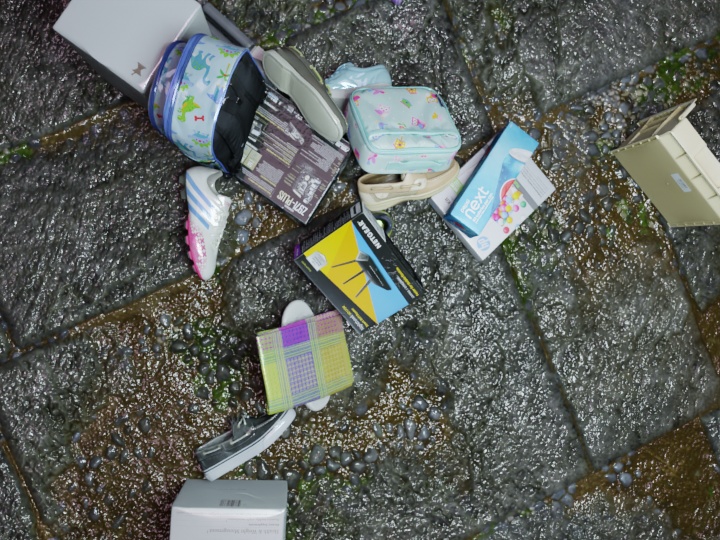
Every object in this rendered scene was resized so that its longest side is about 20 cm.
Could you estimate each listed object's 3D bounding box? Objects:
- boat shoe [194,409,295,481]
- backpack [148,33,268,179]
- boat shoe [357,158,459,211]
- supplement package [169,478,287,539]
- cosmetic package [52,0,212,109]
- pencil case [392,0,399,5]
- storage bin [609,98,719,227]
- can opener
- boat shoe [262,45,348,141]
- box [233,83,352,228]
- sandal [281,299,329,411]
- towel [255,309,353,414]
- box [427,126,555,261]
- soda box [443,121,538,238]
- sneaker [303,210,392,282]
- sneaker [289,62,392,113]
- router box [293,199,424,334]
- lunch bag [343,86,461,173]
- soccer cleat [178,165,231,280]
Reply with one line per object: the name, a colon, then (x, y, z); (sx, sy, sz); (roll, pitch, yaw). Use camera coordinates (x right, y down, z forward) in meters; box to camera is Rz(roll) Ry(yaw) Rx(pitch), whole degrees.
boat shoe: (-0.210, 0.295, 1.038); (0.198, 0.072, 0.072); (-35, 97, -3)
backpack: (-0.238, -0.260, 0.893); (0.144, 0.200, 0.187); (19, 88, -4)
boat shoe: (0.090, -0.171, 1.065); (0.196, 0.065, 0.072); (-22, 47, -4)
supplement package: (-0.224, 0.485, 0.998); (0.186, 0.147, 0.206); (3, 88, -6)
cosmetic package: (-0.359, -0.380, 0.966); (0.166, 0.200, 0.168); (35, 86, -5)
pencil case: (0.013, -0.577, 1.065); (0.197, 0.085, 0.085); (30, 88, -6)
storage bin: (0.594, -0.189, 1.065); (0.093, 0.199, 0.201); (-40, 94, -1)
can opener: (-0.218, -0.407, 1.047); (0.199, 0.067, 0.054); (41, 85, -4)
boat shoe: (-0.084, -0.306, 0.985); (0.060, 0.072, 0.202); (-35, 78, -31)
box: (-0.136, -0.203, 1.044); (0.198, 0.086, 0.166); (33, 86, -4)
sandal: (-0.111, 0.158, 1.059); (0.082, 0.049, 0.208); (-18, 98, -45)
towel: (-0.093, 0.159, 1.025); (0.197, 0.022, 0.147); (-13, 94, -42)
box: (0.249, -0.145, 1.107); (0.199, 0.041, 0.157); (-42, 93, -4)
soda box: (0.236, -0.163, 1.054); (0.067, 0.064, 0.202); (34, 87, -3)
sneaker: (-0.022, -0.048, 1.057); (0.198, 0.081, 0.075); (-37, 93, -5)
sneaker: (-0.038, -0.338, 1.072); (0.195, 0.074, 0.084); (-8, 72, -8)
router box: (0.000, 0.000, 1.013); (0.148, 0.051, 0.201); (-32, 119, 15)
lunch bag: (0.077, -0.245, 1.020); (0.195, 0.078, 0.163); (-7, 58, -22)
soccer cleat: (-0.269, -0.088, 1.036); (0.084, 0.070, 0.206); (-8, 89, -1)
